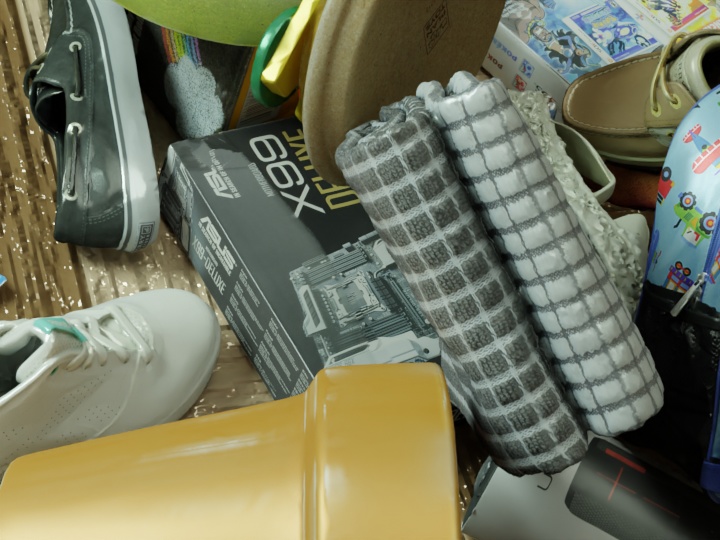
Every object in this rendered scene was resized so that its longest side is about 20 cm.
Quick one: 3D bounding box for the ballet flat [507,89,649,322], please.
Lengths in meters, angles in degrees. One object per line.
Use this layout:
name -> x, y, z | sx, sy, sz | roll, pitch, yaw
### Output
ballet flat -> 0.120, -0.031, 0.910 | 0.072, 0.072, 0.200 | -10, 53, -28

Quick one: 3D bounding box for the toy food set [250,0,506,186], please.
toy food set -> 0.022, -0.140, 0.877 | 0.049, 0.198, 0.200 | 28, 84, 21

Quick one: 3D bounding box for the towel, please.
towel -> 0.054, -0.004, 0.758 | 0.086, 0.200, 0.166 | -29, 96, 1

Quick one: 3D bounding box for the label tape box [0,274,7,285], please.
label tape box -> -0.290, -0.005, 0.800 | 0.143, 0.066, 0.200 | 40, 50, 15

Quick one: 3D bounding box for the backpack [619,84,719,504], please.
backpack -> 0.229, 0.007, 0.799 | 0.182, 0.200, 0.135 | 0, 16, -22

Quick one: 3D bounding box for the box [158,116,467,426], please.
box -> 0.000, 0.000, 0.916 | 0.158, 0.050, 0.200 | -15, 58, -31

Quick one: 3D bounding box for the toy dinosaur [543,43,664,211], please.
toy dinosaur -> 0.173, -0.066, 0.973 | 0.181, 0.105, 0.200 | -13, 26, 16

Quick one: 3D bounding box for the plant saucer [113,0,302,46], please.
plant saucer -> -0.073, -0.204, 0.911 | 0.200, 0.031, 0.200 | 11, 49, -12

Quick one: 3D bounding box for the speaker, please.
speaker -> 0.152, 0.143, 0.832 | 0.200, 0.081, 0.081 | 29, 47, 5

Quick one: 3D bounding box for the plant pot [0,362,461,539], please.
plant pot -> -0.055, 0.141, 0.694 | 0.183, 0.200, 0.200 | -1, 50, -1

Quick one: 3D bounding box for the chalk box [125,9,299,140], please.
chalk box -> -0.083, -0.181, 0.990 | 0.124, 0.125, 0.200 | -22, 63, -34

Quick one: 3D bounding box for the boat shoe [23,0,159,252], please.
boat shoe -> -0.158, -0.097, 0.930 | 0.057, 0.069, 0.200 | -3, 54, -22

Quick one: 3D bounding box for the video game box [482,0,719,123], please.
video game box -> 0.151, -0.188, 1.141 | 0.200, 0.047, 0.182 | -31, 65, -37

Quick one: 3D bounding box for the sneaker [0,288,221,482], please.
sneaker -> -0.144, 0.047, 0.795 | 0.200, 0.089, 0.075 | -26, 62, -36

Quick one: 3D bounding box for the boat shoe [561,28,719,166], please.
boat shoe -> 0.196, -0.104, 0.910 | 0.066, 0.200, 0.074 | 36, 58, -50
